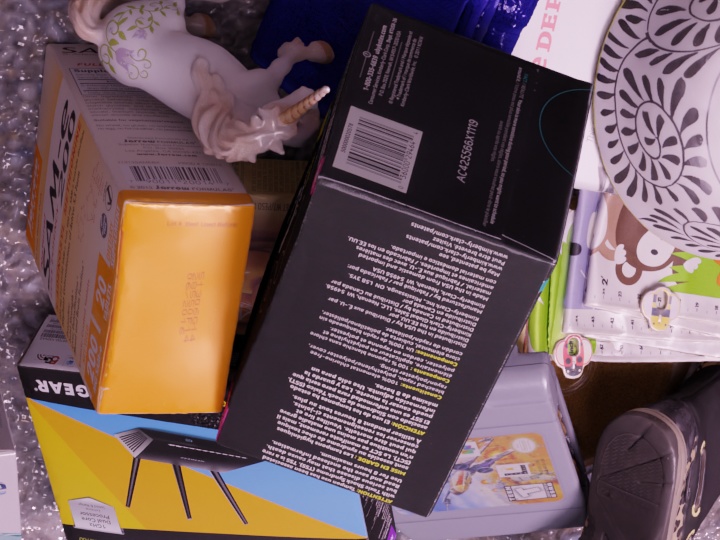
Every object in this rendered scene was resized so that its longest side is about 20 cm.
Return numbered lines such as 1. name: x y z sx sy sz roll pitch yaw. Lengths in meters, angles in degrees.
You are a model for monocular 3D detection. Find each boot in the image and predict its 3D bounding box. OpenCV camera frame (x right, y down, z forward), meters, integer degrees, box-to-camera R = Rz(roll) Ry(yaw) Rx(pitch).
1. boot: 0.190 0.148 1.630 0.150 0.073 0.201 -33 138 -48

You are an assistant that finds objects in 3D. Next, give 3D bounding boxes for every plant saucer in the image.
1. plant saucer: 0.121 0.052 1.620 0.199 0.035 0.201 -7 119 -12

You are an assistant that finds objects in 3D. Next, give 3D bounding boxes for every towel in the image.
1. towel: 0.027 -0.165 1.421 0.049 0.147 0.201 -15 134 -61

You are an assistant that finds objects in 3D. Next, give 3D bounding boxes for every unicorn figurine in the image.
1. unicorn figurine: -0.071 -0.102 1.379 0.199 0.137 0.074 19 115 25

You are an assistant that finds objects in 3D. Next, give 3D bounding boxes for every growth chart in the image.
1. growth chart: 0.185 -0.006 1.581 0.199 0.018 0.146 -4 96 -21

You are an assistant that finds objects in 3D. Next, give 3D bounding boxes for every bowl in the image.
1. bowl: 0.236 -0.088 1.435 0.199 0.094 0.202 -6 109 -17

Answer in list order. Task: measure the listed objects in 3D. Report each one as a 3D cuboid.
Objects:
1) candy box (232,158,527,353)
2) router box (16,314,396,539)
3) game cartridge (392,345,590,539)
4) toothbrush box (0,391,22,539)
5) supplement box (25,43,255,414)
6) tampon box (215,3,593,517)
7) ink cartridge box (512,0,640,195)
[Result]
1. candy box: 0.000 0.000 1.526 0.198 0.055 0.116 2 117 -4
2. router box: -0.086 0.105 1.519 0.199 0.051 0.150 5 130 20
3. game cartridge: 0.063 0.108 1.573 0.132 0.042 0.200 -10 148 9
4. toothbrush box: -0.241 0.154 1.513 0.085 0.147 0.201 -7 119 -12
5. supplement box: -0.124 -0.026 1.414 0.073 0.200 0.127 0 117 -19
6. tampon box: 0.020 -0.004 1.365 0.126 0.150 0.201 20 132 -4
7. ink cartridge box: 0.158 -0.120 1.497 0.199 0.083 0.146 8 105 -19
